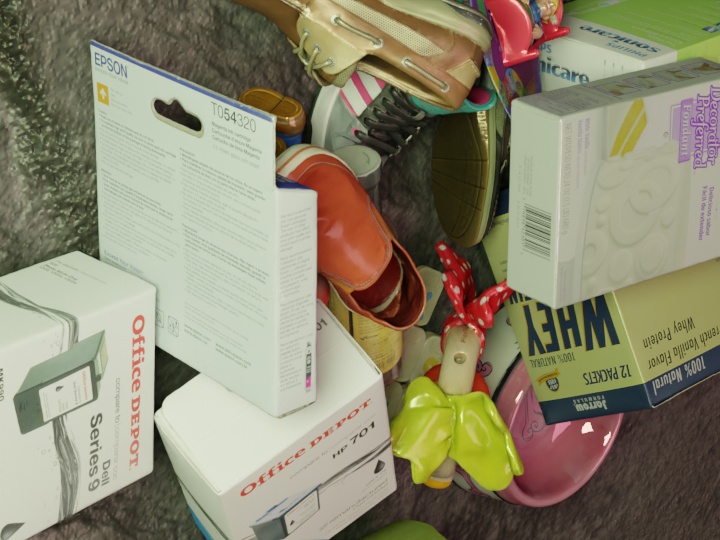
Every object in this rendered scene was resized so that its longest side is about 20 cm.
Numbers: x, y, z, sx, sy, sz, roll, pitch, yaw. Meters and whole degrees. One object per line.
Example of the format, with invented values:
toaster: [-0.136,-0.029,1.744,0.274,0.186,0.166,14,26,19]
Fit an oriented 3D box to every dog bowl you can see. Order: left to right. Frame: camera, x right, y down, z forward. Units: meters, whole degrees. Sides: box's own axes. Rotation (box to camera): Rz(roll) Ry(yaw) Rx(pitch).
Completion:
dog bowl: [0.162,0.122,1.481,0.199,0.073,0.202,-21,122,-36]

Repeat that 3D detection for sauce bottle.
sauce bottle: [0.000,0.000,1.230,0.064,0.065,0.202,-30,137,-31]

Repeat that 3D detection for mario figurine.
mario figurine: [-0.085,-0.027,1.157,0.123,0.106,0.201,-31,142,-29]

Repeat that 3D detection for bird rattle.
bird rattle: [0.071,0.089,1.336,0.164,0.111,0.202,101,-7,-57]

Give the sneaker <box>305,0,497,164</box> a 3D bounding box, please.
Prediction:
sneaker: [0.039,-0.123,1.207,0.083,0.120,0.202,8,103,-46]

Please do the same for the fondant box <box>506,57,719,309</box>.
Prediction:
fondant box: [0.201,-0.068,1.228,0.198,0.058,0.146,-16,116,-34]

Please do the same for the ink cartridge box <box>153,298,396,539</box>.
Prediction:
ink cartridge box: [-0.057,0.133,1.202,0.146,0.086,0.201,-35,154,-15]

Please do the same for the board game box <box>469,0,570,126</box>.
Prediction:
board game box: [0.124,-0.197,1.226,0.158,0.039,0.202,47,34,-52]

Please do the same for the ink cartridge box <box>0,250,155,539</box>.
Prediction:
ink cartridge box: [-0.226,0.089,1.051,0.199,0.083,0.148,-25,127,-48]

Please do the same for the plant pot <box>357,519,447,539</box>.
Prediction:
plant pot: [0.004,0.301,1.349,0.189,0.199,0.202,-32,130,-45]

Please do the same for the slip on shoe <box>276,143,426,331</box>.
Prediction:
slip on shoe: [-0.008,-0.019,1.108,0.074,0.061,0.200,-50,143,-8]

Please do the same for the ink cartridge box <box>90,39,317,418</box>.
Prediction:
ink cartridge box: [-0.102,-0.033,1.058,0.043,0.196,0.202,-18,121,-38]

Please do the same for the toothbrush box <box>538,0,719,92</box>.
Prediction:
toothbrush box: [0.240,-0.173,1.363,0.199,0.145,0.087,-21,122,-37]

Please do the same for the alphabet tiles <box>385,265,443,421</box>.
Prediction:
alphabet tiles: [-0.001,0.080,1.344,0.199,0.015,0.197,22,93,-48]

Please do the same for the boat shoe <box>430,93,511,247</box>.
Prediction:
boat shoe: [0.101,-0.118,1.306,0.064,0.073,0.202,-13,117,-35]

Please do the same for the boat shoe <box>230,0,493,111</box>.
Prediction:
boat shoe: [-0.010,-0.162,1.105,0.198,0.076,0.075,17,84,-3]

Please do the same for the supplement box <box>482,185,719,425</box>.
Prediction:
supplement box: [0.231,-0.003,1.385,0.199,0.134,0.202,-21,92,-36]
